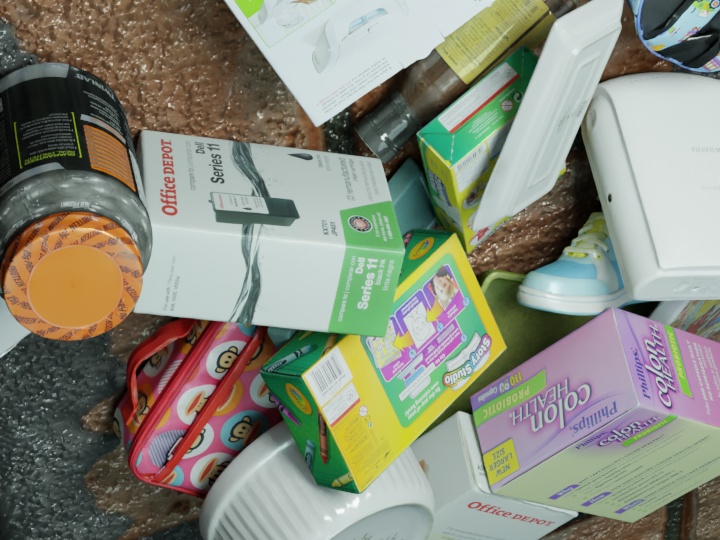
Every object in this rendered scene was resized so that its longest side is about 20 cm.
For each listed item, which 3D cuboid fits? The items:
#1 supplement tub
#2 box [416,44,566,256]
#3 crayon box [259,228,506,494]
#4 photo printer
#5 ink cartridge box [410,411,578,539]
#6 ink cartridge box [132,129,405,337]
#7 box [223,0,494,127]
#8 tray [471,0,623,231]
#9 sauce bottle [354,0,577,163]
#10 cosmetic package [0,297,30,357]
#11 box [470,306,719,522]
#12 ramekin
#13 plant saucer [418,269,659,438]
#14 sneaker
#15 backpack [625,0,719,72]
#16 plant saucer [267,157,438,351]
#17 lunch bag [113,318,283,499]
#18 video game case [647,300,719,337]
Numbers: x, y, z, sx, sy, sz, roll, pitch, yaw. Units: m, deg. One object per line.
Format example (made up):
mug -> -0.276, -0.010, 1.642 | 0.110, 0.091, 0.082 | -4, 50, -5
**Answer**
supplement tub -> -0.215, -0.049, 1.401 | 0.121, 0.201, 0.123 | -7, 128, -9
box -> 0.111, -0.090, 1.601 | 0.117, 0.048, 0.200 | -39, 157, -9
crayon box -> 0.022, 0.071, 1.599 | 0.200, 0.058, 0.119 | -42, 119, -31
photo printer -> 0.276, -0.075, 1.647 | 0.165, 0.202, 0.070 | 0, 153, -25
ink cartridge box -> 0.080, 0.221, 1.815 | 0.144, 0.084, 0.200 | 18, 138, -40
ink cartridge box -> -0.078, -0.029, 1.504 | 0.198, 0.147, 0.084 | 6, 122, -13
box -> -0.005, -0.236, 1.436 | 0.199, 0.097, 0.177 | -36, 135, 4
tray -> 0.150, -0.120, 1.518 | 0.107, 0.022, 0.201 | -34, 152, -48
sauce bottle -> 0.080, -0.167, 1.559 | 0.200, 0.065, 0.065 | -41, 133, 9
cosmetic package -> -0.331, -0.012, 1.472 | 0.101, 0.074, 0.200 | -34, 136, 2
box -> 0.231, 0.132, 1.736 | 0.199, 0.097, 0.176 | 16, 140, -41
ramekin -> -0.029, 0.212, 1.685 | 0.199, 0.105, 0.201 | -27, 149, -18
plant saucer -> 0.146, 0.080, 1.806 | 0.198, 0.048, 0.201 | 9, 121, -32
sneaker -> 0.209, -0.035, 1.697 | 0.199, 0.079, 0.132 | -12, 109, -45
backpack -> 0.281, -0.263, 1.527 | 0.182, 0.135, 0.201 | 13, 120, -43
plant saucer -> 0.000, 0.000, 1.624 | 0.200, 0.019, 0.070 | -51, 139, -22
lunch bag -> -0.116, 0.097, 1.669 | 0.175, 0.082, 0.201 | 22, 113, -34
video game case -> 0.320, 0.022, 1.779 | 0.181, 0.023, 0.200 | -27, 160, -33
